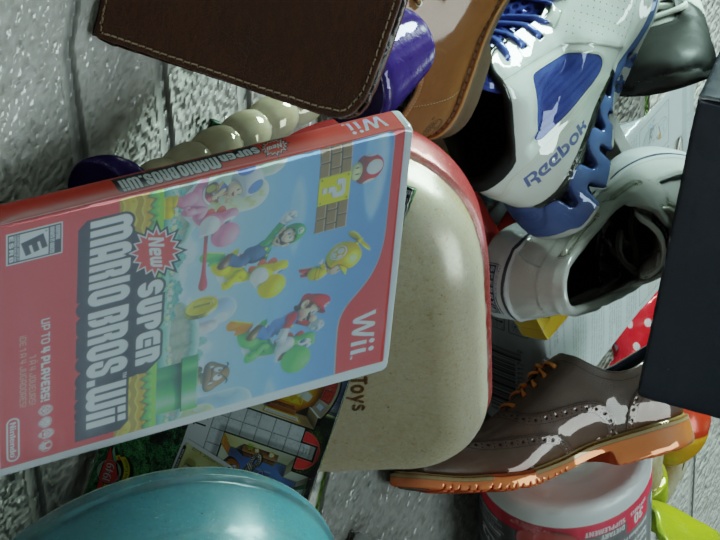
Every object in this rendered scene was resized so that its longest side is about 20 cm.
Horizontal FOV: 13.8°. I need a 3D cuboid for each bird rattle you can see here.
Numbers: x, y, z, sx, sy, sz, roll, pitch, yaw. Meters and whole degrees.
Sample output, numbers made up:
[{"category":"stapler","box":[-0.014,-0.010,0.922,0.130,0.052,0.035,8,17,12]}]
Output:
[{"category":"bird rattle","box":[0.201,0.104,2.068,0.163,0.113,0.200,-39,131,-68]}]

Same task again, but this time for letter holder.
[{"category":"letter holder","box":[-0.012,-0.179,1.275,0.101,0.142,0.200,-16,123,-62]}]

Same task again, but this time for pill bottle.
[{"category":"pill bottle","box":[0.131,0.180,1.908,0.111,0.111,0.200,-51,150,-37]}]

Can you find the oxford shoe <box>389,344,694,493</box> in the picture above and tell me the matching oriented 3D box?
[{"category":"oxford shoe","box":[0.104,0.089,1.782,0.200,0.071,0.073,-12,93,-27]}]

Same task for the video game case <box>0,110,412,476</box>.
[{"category":"video game case","box":[-0.074,0.011,1.305,0.200,0.017,0.143,-15,133,-23]}]

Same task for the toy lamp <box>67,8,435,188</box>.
[{"category":"toy lamp","box":[-0.042,-0.068,1.357,0.200,0.058,0.058,-35,140,-37]}]

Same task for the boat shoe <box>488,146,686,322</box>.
[{"category":"boat shoe","box":[0.150,-0.020,1.700,0.200,0.066,0.072,-22,114,-47]}]

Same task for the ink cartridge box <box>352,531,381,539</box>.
[{"category":"ink cartridge box","box":[-0.004,0.268,1.740,0.200,0.067,0.116,-63,156,-14]}]

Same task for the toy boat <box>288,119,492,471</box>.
[{"category":"toy boat","box":[0.000,0.000,1.506,0.131,0.130,0.200,-90,178,-47]}]

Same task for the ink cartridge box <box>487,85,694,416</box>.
[{"category":"ink cartridge box","box":[0.143,-0.020,1.855,0.200,0.057,0.163,-53,150,-41]}]

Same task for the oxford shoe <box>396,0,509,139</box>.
[{"category":"oxford shoe","box":[0.038,-0.153,1.501,0.071,0.071,0.200,-19,126,-52]}]

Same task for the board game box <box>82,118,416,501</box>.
[{"category":"board game box","box":[-0.054,0.039,1.405,0.023,0.105,0.200,-16,124,-85]}]

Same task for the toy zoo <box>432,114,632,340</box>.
[{"category":"toy zoo","box":[0.105,-0.053,1.707,0.131,0.020,0.200,-57,135,-27]}]

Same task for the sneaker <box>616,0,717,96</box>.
[{"category":"sneaker","box":[0.157,-0.160,1.696,0.200,0.074,0.089,-98,176,-67]}]

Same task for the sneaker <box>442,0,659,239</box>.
[{"category":"sneaker","box":[0.091,-0.123,1.599,0.115,0.081,0.200,15,84,-49]}]

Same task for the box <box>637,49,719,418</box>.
[{"category":"box","box":[0.237,-0.044,1.649,0.182,0.104,0.200,-60,162,-54]}]

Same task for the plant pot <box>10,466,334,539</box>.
[{"category":"plant pot","box":[-0.066,0.223,1.314,0.200,0.188,0.200,-16,134,-17]}]
